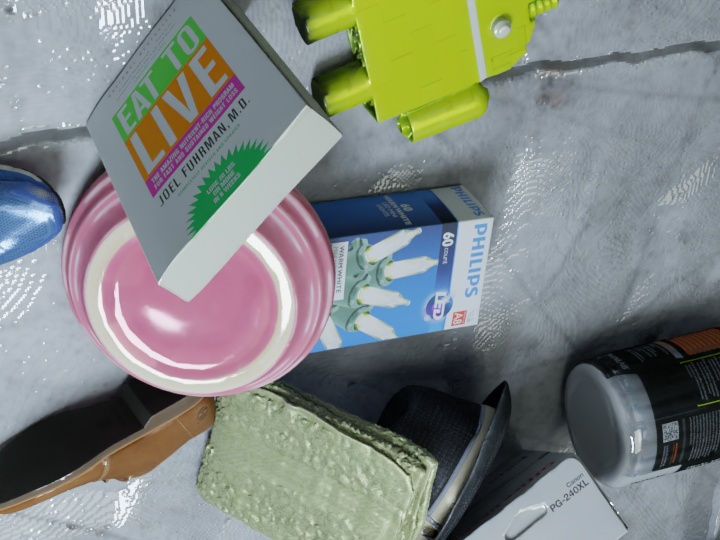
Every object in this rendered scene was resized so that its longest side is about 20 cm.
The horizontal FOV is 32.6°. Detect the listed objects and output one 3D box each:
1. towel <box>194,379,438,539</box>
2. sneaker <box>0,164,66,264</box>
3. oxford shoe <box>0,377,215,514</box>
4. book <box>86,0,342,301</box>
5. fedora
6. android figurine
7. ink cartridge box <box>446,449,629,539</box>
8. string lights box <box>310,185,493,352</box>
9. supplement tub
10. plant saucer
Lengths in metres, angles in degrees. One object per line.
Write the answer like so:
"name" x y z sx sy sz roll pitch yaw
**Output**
"towel" -0.039 0.168 1.004 0.036 0.198 0.150 -45 155 -59
"sneaker" -0.286 -0.005 0.800 0.197 0.089 0.079 -19 129 -14
"oxford shoe" -0.200 0.144 0.957 0.198 0.071 0.072 -25 131 -12
"book" -0.099 -0.087 0.768 0.134 0.200 0.048 -47 130 9
"fedora" 0.050 0.163 1.068 0.091 0.201 0.202 30 108 -1
"android figurine" 0.052 -0.184 0.886 0.197 0.041 0.184 -21 128 -11
"ink cartridge box" 0.135 0.235 1.094 0.145 0.200 0.084 -37 88 -8
"string lights box" 0.000 0.000 0.968 0.197 0.059 0.104 -8 123 -22
"supplement tub" 0.304 0.124 1.165 0.197 0.123 0.124 -10 125 -19
"plant saucer" -0.117 0.012 0.873 0.197 0.051 0.203 2 120 3
